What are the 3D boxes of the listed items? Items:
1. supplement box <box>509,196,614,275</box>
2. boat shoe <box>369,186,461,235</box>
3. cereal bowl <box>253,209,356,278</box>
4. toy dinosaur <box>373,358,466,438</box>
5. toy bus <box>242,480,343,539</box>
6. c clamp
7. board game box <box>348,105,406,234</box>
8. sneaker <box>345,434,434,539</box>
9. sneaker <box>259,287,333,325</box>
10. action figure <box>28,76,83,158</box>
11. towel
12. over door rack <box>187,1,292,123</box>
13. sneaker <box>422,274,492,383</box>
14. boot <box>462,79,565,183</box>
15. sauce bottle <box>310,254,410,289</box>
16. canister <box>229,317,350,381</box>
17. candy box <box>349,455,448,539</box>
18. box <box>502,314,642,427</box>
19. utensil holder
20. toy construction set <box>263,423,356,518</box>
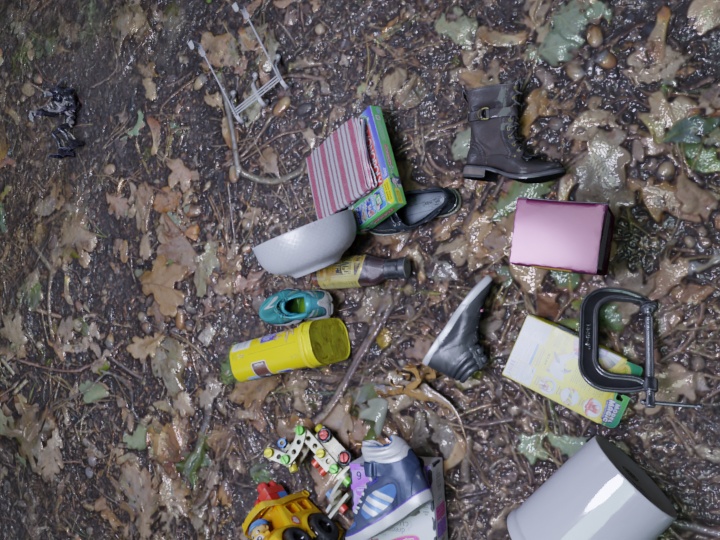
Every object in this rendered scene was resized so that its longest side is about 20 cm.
[{"bbox_3d":[0.322,-0.050,0.965,0.129,0.199,0.105,9,92,27],"label":"supplement box"},{"bbox_3d":[0.087,-0.112,1.155,0.197,0.066,0.076,-8,87,26],"label":"boat shoe"},{"bbox_3d":[-0.094,-0.041,1.149,0.198,0.200,0.084,-21,93,24],"label":"cereal bowl"},{"bbox_3d":[0.120,0.224,1.148,0.198,0.060,0.108,11,114,34],"label":"toy dinosaur"},{"bbox_3d":[-0.160,0.504,1.198,0.192,0.199,0.136,45,106,28],"label":"toy bus"},{"bbox_3d":[0.431,0.120,0.972,0.169,0.027,0.203,-4,65,19],"label":"c clamp"},{"bbox_3d":[0.014,-0.189,1.170,0.134,0.029,0.203,-34,64,49],"label":"board game box"},{"bbox_3d":[0.027,0.382,1.097,0.200,0.080,0.147,-41,63,23],"label":"sneaker"},{"bbox_3d":[-0.144,0.070,1.249,0.198,0.079,0.079,-13,81,42],"label":"sneaker"},{"bbox_3d":[-0.772,-0.396,1.566,0.118,0.102,0.203,-16,84,36],"label":"action figure"},{"bbox_3d":[-0.040,-0.191,1.199,0.199,0.030,0.148,-27,70,52],"label":"towel"},{"bbox_3d":[-0.251,-0.442,1.319,0.147,0.067,0.201,-30,97,22],"label":"over door rack"},{"bbox_3d":[0.203,0.111,1.098,0.099,0.071,0.201,34,101,12],"label":"sneaker"},{"bbox_3d":[0.263,-0.244,1.070,0.198,0.069,0.177,7,93,28],"label":"boot"},{"bbox_3d":[0.000,0.000,1.198,0.198,0.066,0.067,-6,86,24],"label":"sauce bottle"},{"bbox_3d":[-0.141,0.160,1.219,0.198,0.148,0.088,-17,81,27],"label":"canister"},{"bbox_3d":[0.073,0.455,1.147,0.166,0.071,0.203,-7,85,26],"label":"candy box"},{"bbox_3d":[0.354,0.166,1.030,0.199,0.048,0.119,26,99,26],"label":"box"},{"bbox_3d":[0.358,0.385,0.960,0.170,0.170,0.201,44,104,20],"label":"utensil holder"},{"bbox_3d":[-0.084,0.386,1.215,0.200,0.092,0.131,44,82,12],"label":"toy construction set"}]
